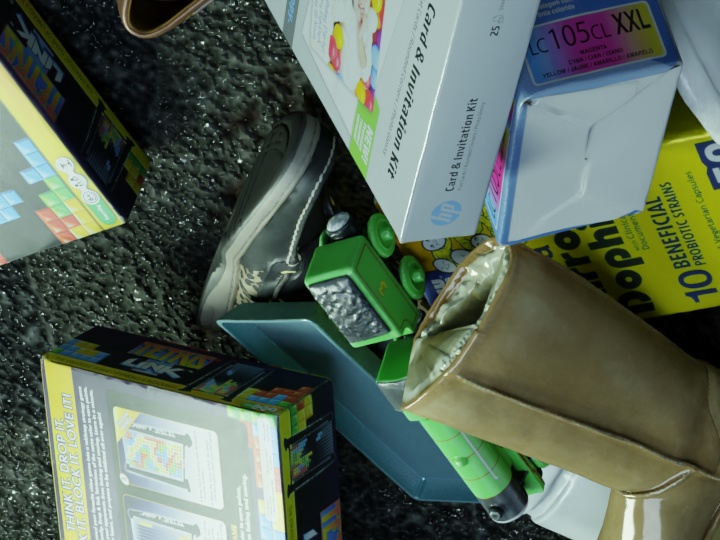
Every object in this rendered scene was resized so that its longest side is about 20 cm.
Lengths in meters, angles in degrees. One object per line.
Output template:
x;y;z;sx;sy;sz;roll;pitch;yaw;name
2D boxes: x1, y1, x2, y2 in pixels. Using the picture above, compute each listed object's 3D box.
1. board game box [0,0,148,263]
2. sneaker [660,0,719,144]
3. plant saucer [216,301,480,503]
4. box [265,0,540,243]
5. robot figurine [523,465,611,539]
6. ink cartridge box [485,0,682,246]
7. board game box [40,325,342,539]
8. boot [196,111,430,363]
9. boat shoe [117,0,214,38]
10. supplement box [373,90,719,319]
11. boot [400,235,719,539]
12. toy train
-0.237;-0.090;1.302;0.165;0.057;0.200;-19;124;27;board game box
0.160;-0.159;1.083;0.088;0.075;0.201;-15;92;11;sneaker
0.006;0.073;1.340;0.070;0.019;0.200;-1;146;40;plant saucer
0.012;-0.135;1.056;0.041;0.200;0.156;-7;135;-23;box
0.146;0.099;1.341;0.199;0.113;0.170;24;152;-6;robot figurine
0.074;-0.133;1.100;0.076;0.201;0.137;-11;154;-7;ink cartridge box
-0.090;0.143;1.355;0.165;0.057;0.201;13;117;33;board game box
0.000;0.000;1.301;0.150;0.073;0.200;23;147;-4;boot
-0.056;-0.183;1.168;0.072;0.068;0.200;32;132;-14;boat shoe
0.125;-0.048;1.215;0.199;0.110;0.109;-11;128;25;supplement box
0.100;0.091;1.208;0.200;0.066;0.176;24;102;-30;boot
0.037;0.052;1.218;0.042;0.057;0.200;-16;126;31;toy train
